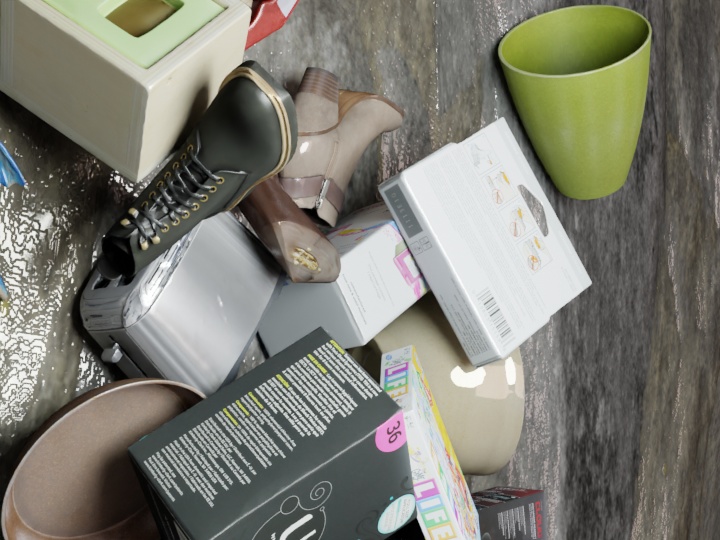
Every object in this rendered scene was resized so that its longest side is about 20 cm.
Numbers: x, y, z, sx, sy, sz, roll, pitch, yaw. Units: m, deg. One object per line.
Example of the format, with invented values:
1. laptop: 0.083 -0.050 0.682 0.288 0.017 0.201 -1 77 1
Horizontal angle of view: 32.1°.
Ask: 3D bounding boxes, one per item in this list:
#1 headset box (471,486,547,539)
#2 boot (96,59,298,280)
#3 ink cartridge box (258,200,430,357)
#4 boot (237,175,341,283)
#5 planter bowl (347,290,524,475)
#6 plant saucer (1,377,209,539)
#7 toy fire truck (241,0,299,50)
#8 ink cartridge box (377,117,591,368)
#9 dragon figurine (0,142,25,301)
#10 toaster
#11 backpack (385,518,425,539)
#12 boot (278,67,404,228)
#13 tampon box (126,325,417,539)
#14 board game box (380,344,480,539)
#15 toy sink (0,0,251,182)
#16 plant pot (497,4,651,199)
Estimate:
1. headset box: 0.146 0.338 1.449 0.198 0.074 0.151 -2 89 -48
2. boot: -0.129 -0.065 0.959 0.077 0.200 0.138 45 60 6
3. ink cartridge box: 0.000 0.000 1.251 0.199 0.143 0.086 -36 105 -43
4. boot: -0.106 -0.081 1.109 0.064 0.201 0.186 -43 134 11
5. planter bowl: 0.063 0.118 1.302 0.133 0.200 0.204 -3 90 -25
6. plant saucer: -0.208 0.165 1.039 0.198 0.034 0.202 -23 135 -25
7. toy fire truck: -0.146 -0.281 1.152 0.199 0.112 0.169 37 86 -40
8. ink cartridge box: 0.127 -0.032 1.238 0.173 0.043 0.202 -32 94 -43
9. dragon figurine: -0.307 -0.073 0.983 0.201 0.058 0.100 55 52 -29
10. toaster: -0.154 0.015 1.108 0.129 0.113 0.202 47 57 -32
11. backpack: 0.009 0.332 1.228 0.151 0.175 0.202 54 42 -35
12. boot: -0.025 -0.117 1.293 0.199 0.069 0.149 15 83 -55
13. tampon box: -0.068 0.178 1.050 0.199 0.126 0.151 -31 139 -20
14. board game box: 0.067 0.189 1.170 0.135 0.034 0.202 -83 154 -68
15. toy sink: -0.206 -0.191 0.982 0.130 0.199 0.113 -46 164 -38
16. plant pot: 0.277 -0.199 1.567 0.187 0.185 0.202 -46 135 -38
